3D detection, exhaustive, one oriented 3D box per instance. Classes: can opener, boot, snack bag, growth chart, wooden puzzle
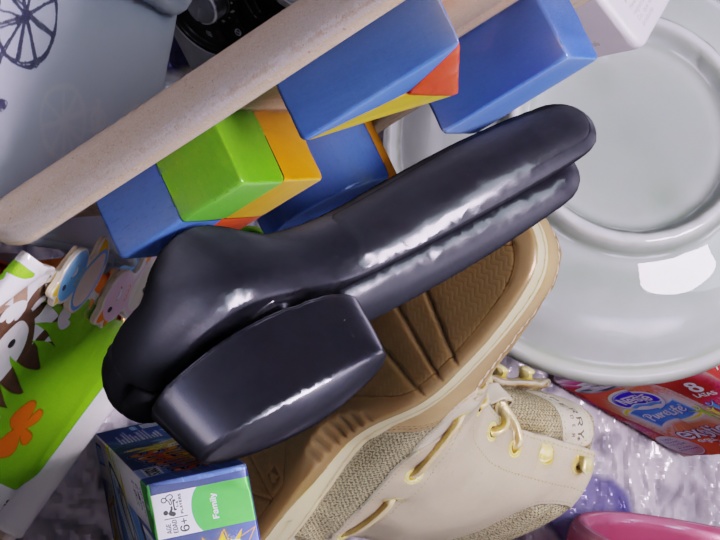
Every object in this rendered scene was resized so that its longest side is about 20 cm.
[{"bbox_3d":[0.000,0.000,0.849,0.200,0.063,0.079,-30,76,-32],"label":"can opener"},{"bbox_3d":[0.044,0.047,0.995,0.155,0.200,0.073,7,44,-43],"label":"boot"},{"bbox_3d":[-0.102,-0.101,0.827,0.188,0.021,0.201,11,90,-66],"label":"snack bag"},{"bbox_3d":[-0.129,0.049,0.846,0.145,0.018,0.200,-56,162,10],"label":"growth chart"},{"bbox_3d":[-0.001,-0.055,0.847,0.046,0.185,0.200,62,26,6],"label":"wooden puzzle"}]

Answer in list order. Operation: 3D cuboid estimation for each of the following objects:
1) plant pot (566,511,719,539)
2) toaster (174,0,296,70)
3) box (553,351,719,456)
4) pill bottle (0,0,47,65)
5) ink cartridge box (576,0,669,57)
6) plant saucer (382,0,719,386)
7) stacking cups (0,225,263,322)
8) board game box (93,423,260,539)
[{"bbox_3d":[0.166,0.214,1.088,0.199,0.200,0.180,11,93,-41],"label":"plant pot"},{"bbox_3d":[-0.009,-0.187,1.014,0.200,0.118,0.181,-42,113,-38],"label":"toaster"},{"bbox_3d":[0.173,-0.023,1.174,0.100,0.095,0.201,30,66,-35],"label":"box"},{"bbox_3d":[-0.190,-0.024,0.829,0.114,0.114,0.201,40,60,-32],"label":"pill bottle"},{"bbox_3d":[0.050,-0.186,0.940,0.200,0.068,0.116,49,56,-28],"label":"ink cartridge box"},{"bbox_3d":[0.110,-0.053,1.082,0.199,0.050,0.201,2,72,-7],"label":"plant saucer"},{"bbox_3d":[-0.086,0.010,0.959,0.199,0.060,0.061,-2,86,-41],"label":"stacking cups"},{"bbox_3d":[-0.057,0.127,0.884,0.034,0.200,0.136,-11,92,-10],"label":"board game box"}]
